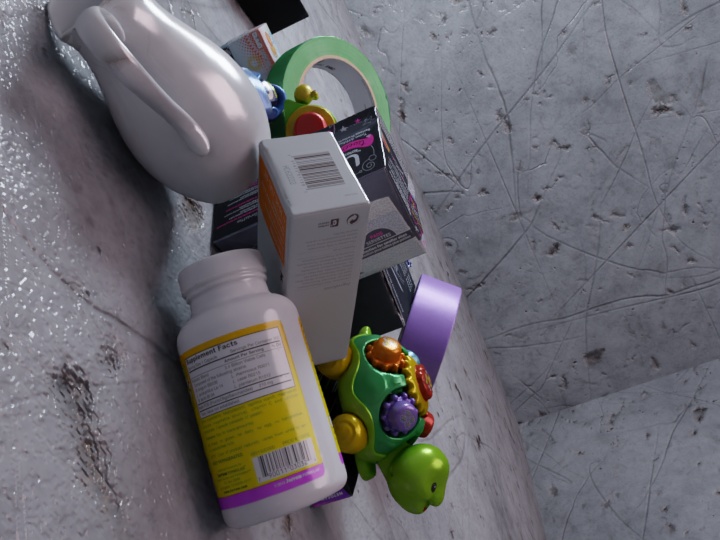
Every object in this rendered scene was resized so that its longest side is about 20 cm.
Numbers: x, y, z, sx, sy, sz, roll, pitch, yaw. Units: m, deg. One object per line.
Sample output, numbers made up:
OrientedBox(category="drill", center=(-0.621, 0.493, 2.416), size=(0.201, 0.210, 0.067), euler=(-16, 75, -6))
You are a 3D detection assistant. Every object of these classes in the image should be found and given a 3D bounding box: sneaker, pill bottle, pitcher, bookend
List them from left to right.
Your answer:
OrientedBox(category="pitcher", center=(-0.156, -0.141, 0.571), size=(0.201, 0.120, 0.172), euler=(52, 7, -37))
OrientedBox(category="sneaker", center=(-0.146, -0.201, 0.815), size=(0.200, 0.081, 0.075), euler=(-47, 117, -75))
OrientedBox(category="bookend", center=(-0.182, -0.541, 1.164), size=(0.200, 0.091, 0.202), euler=(47, 25, -62))
OrientedBox(category="pill bottle", center=(-0.086, 0.090, 0.562), size=(0.104, 0.103, 0.204), euler=(21, 50, -73))

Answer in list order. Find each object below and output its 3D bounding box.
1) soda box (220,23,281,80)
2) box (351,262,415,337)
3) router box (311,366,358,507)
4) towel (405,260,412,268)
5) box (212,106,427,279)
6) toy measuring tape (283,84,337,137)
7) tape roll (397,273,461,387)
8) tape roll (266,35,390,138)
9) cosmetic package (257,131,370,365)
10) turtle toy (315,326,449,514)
OrientedBox(category="soda box", center=(-0.124, -0.241, 1.000), size=(0.064, 0.067, 0.203), euler=(-82, 150, -65))
OrientedBox(category="box", center=(0.000, 0.000, 0.975), size=(0.200, 0.103, 0.150), euler=(-52, 121, -75))
OrientedBox(category="router box", center=(-0.040, 0.144, 0.791), size=(0.200, 0.050, 0.152), euler=(-58, 128, -74))
OrientedBox(category="towel", center=(-0.008, -0.079, 1.104), size=(0.024, 0.143, 0.203), euler=(-26, 96, -50))
OrientedBox(category="box", center=(-0.043, -0.060, 0.760), size=(0.116, 0.197, 0.133), euler=(-96, 160, -45))
OrientedBox(category="toy measuring tape", center=(-0.056, -0.130, 0.867), size=(0.073, 0.072, 0.205), euler=(1, 85, -76))
OrientedBox(category="tape roll", center=(0.086, 0.111, 1.025), size=(0.200, 0.065, 0.204), euler=(20, 89, -87))
OrientedBox(category="tape roll", center=(-0.043, -0.220, 0.977), size=(0.198, 0.048, 0.205), euler=(4, 85, -41))
OrientedBox(category="cosmetic package", center=(-0.050, -0.012, 0.640), size=(0.202, 0.070, 0.102), euler=(98, -27, -44))
OrientedBox(category="turtle toy", center=(0.031, 0.153, 0.734), size=(0.146, 0.099, 0.204), euler=(40, 35, -65))
